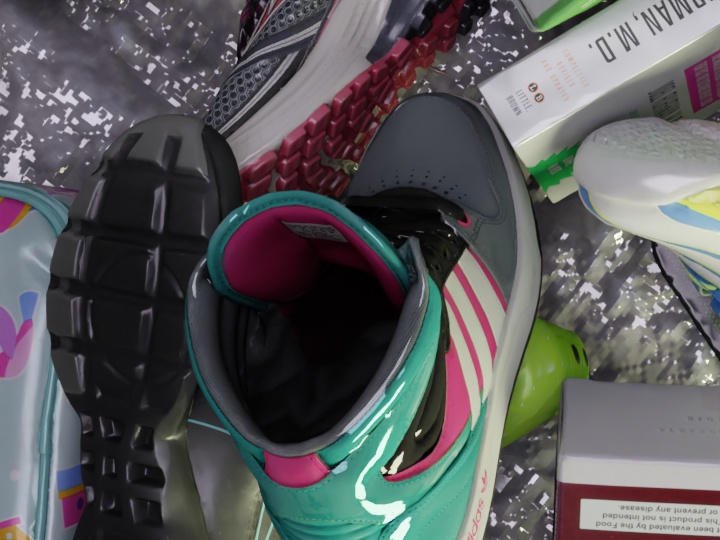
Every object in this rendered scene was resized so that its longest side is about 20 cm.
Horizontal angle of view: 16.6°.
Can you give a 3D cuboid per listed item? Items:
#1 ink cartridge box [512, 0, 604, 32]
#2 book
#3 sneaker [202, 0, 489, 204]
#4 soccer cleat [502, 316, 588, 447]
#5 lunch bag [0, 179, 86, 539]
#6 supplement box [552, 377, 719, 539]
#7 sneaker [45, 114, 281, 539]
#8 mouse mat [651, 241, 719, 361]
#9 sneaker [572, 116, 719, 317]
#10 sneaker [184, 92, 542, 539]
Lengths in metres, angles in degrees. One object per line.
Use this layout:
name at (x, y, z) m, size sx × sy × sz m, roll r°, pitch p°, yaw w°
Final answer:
ink cartridge box at (0.136, -0.171, 0.801) m, size 0.146 × 0.200 × 0.084 m, roll -36°, pitch 86°, yaw 46°
book at (0.137, -0.097, 0.852) m, size 0.200 × 0.134 × 0.048 m, roll -31°, pitch 82°, yaw 6°
sneaker at (-0.019, -0.081, 0.893) m, size 0.075 × 0.081 × 0.200 m, roll 34°, pitch 71°, yaw 15°
soccer cleat at (-0.009, 0.062, 0.906) m, size 0.200 × 0.081 × 0.068 m, roll -18°, pitch 79°, yaw 27°
lunch bag at (-0.158, 0.065, 0.897) m, size 0.160 × 0.077 × 0.200 m, roll 6°, pitch 89°, yaw 27°
supplement box at (0.119, 0.140, 0.858) m, size 0.109 × 0.061 × 0.200 m, roll 3°, pitch 114°, yaw 4°
sneaker at (-0.057, 0.046, 0.835) m, size 0.075 × 0.079 × 0.200 m, roll 11°, pitch 103°, yaw 39°
mouse mat at (0.228, -0.002, 0.909) m, size 0.200 × 0.008 × 0.161 m, roll -34°, pitch 87°, yaw 4°
sneaker at (0.153, 0.013, 0.847) m, size 0.200 × 0.076 × 0.105 m, roll 10°, pitch 106°, yaw -25°
sneaker at (0.000, 0.000, 0.787) m, size 0.083 × 0.121 × 0.200 m, roll -6°, pitch 54°, yaw 20°
